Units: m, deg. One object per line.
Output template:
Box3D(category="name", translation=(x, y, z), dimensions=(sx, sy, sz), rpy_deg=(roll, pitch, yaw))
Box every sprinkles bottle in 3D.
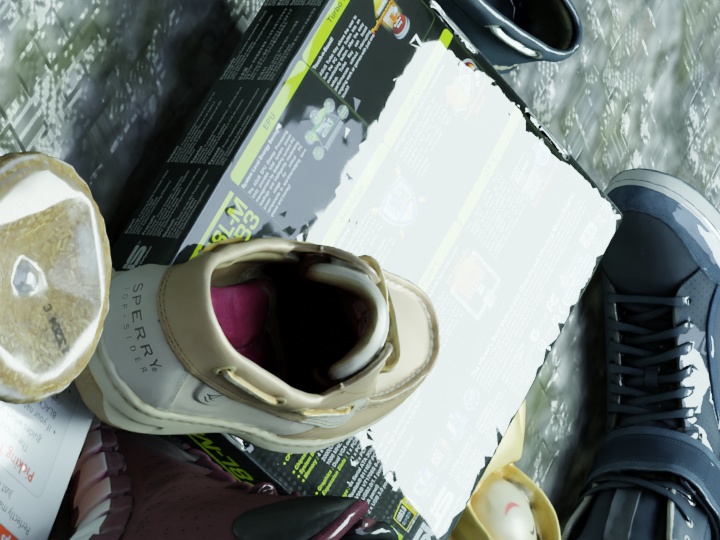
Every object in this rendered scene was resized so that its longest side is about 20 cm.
Box3D(category="sprinkles bottle", translation=(-0.167, -0.001, 0.803), dimensions=(0.068, 0.200, 0.068), rpy_deg=(-6, 97, -57))

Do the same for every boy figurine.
Box3D(category="boy figurine", translation=(0.042, 0.054, 1.267), dimensions=(0.124, 0.064, 0.200), rpy_deg=(-27, 110, -55))

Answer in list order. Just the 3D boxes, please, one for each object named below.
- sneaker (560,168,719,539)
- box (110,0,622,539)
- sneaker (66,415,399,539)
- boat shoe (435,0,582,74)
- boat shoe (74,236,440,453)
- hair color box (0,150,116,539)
Box3D(category="sneaker", translation=(0.143, 0.065, 1.415), dimensions=(0.146, 0.077, 0.203), rpy_deg=(-53, 135, -46))
Box3D(category="box", translation=(0.000, 0.000, 1.151), dimensions=(0.193, 0.047, 0.200), rpy_deg=(43, 66, -33))
Box3D(category="sneaker", translation=(-0.044, 0.098, 1.018), dimensions=(0.200, 0.115, 0.076), rpy_deg=(-97, 177, -72))
Box3D(category="boat shoe", translation=(0.037, -0.156, 1.247), dimensions=(0.200, 0.062, 0.075), rpy_deg=(58, 48, -41))
Box3D(category="boat shoe", translation=(-0.020, 0.024, 1.032), dimensions=(0.200, 0.069, 0.074), rpy_deg=(-3, 76, -57))
Box3D(category="hair color box", translation=(-0.155, 0.065, 0.956), dimensions=(0.111, 0.064, 0.200), rpy_deg=(51, 49, -48))
